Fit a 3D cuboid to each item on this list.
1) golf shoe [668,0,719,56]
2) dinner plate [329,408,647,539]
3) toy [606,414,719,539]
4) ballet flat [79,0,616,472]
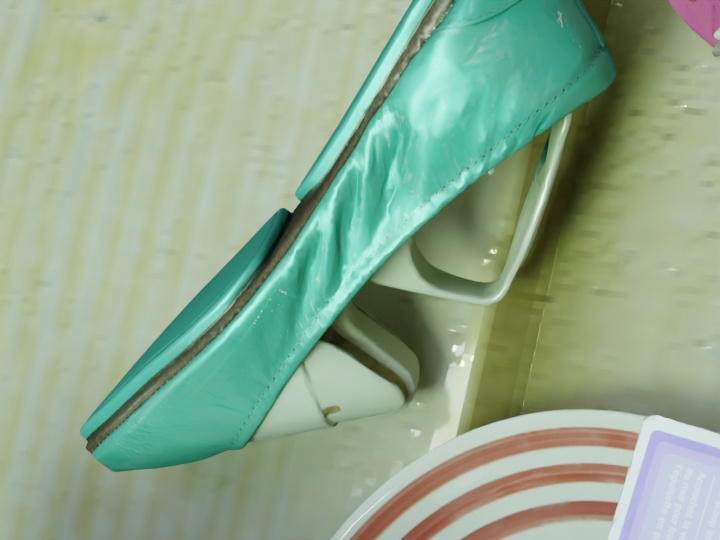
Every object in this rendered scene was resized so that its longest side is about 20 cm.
[{"bbox_3d":[0.160,-0.087,0.742,0.200,0.075,0.092,5,43,48],"label":"golf shoe"},{"bbox_3d":[0.054,0.136,0.775,0.200,0.024,0.200,-11,71,34],"label":"dinner plate"},{"bbox_3d":[0.134,0.112,0.685,0.200,0.047,0.115,16,86,27],"label":"toy"},{"bbox_3d":[0.000,0.000,0.820,0.070,0.067,0.200,38,114,-2],"label":"ballet flat"}]
